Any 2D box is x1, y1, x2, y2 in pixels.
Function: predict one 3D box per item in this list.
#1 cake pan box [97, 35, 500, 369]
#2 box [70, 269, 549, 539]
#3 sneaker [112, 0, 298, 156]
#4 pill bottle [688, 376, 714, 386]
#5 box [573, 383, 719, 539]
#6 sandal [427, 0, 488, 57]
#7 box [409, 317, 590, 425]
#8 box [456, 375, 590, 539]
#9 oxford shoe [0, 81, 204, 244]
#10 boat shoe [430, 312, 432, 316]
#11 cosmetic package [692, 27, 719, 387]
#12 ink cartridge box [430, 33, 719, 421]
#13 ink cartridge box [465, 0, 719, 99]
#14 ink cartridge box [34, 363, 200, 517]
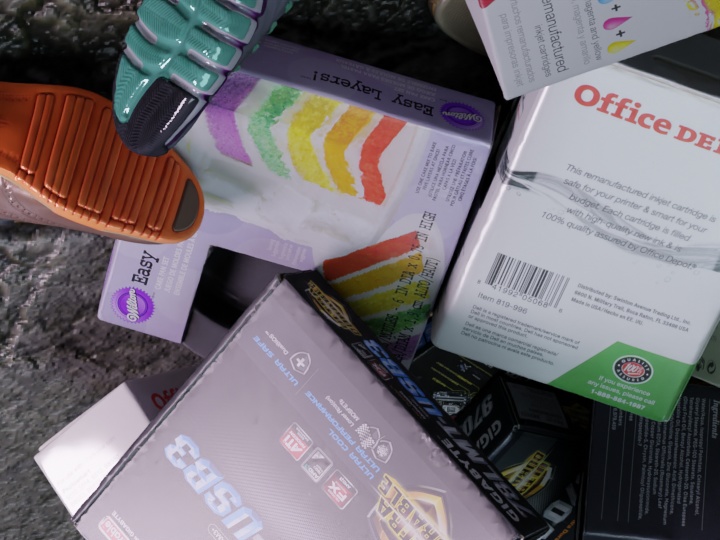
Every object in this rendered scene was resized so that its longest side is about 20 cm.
[{"bbox_3d":[-0.039,-0.029,1.328,0.183,0.052,0.201,18,126,-4],"label":"cake pan box"},{"bbox_3d":[-0.031,0.138,1.307,0.199,0.200,0.050,-48,165,19],"label":"box"},{"bbox_3d":[-0.050,-0.140,1.217,0.087,0.074,0.201,13,114,-44],"label":"sneaker"},{"bbox_3d":[0.203,0.021,1.486,0.199,0.113,0.113,19,128,-36],"label":"pill bottle"},{"bbox_3d":[0.220,0.157,1.434,0.181,0.105,0.200,5,153,5],"label":"box"},{"bbox_3d":[0.124,-0.120,1.341,0.200,0.054,0.080,29,121,-37],"label":"sandal"},{"bbox_3d":[0.090,0.076,1.556,0.159,0.050,0.200,-36,137,23],"label":"box"},{"bbox_3d":[0.102,0.160,1.584,0.158,0.046,0.200,15,130,-33],"label":"box"},{"bbox_3d":[-0.180,-0.058,1.273,0.199,0.072,0.073,23,150,-9],"label":"oxford shoe"},{"bbox_3d":[0.000,0.000,1.416,0.199,0.074,0.076,-10,139,-9],"label":"boat shoe"},{"bbox_3d":[0.243,-0.035,1.386,0.105,0.071,0.201,1,100,-29],"label":"cosmetic package"},{"bbox_3d":[0.140,-0.035,1.305,0.146,0.083,0.201,19,122,-7],"label":"ink cartridge box"},{"bbox_3d":[0.133,-0.208,1.178,0.199,0.145,0.146,-20,140,0],"label":"ink cartridge box"},{"bbox_3d":[-0.083,0.160,1.437,0.084,0.201,0.146,-38,169,21],"label":"ink cartridge box"}]
